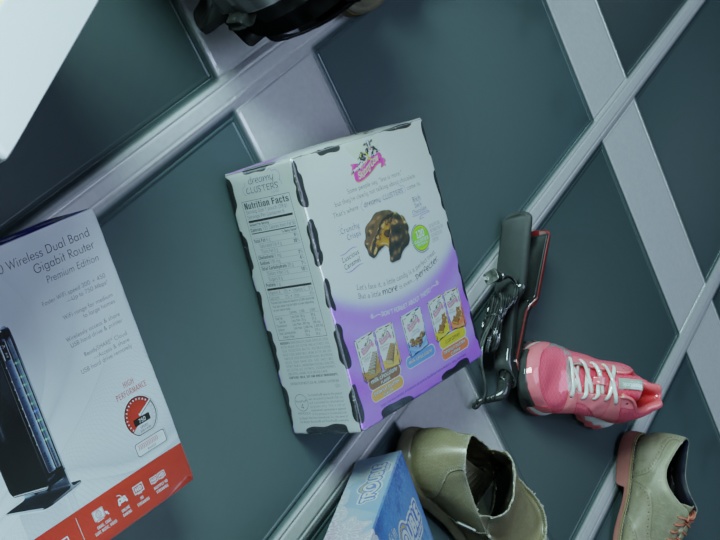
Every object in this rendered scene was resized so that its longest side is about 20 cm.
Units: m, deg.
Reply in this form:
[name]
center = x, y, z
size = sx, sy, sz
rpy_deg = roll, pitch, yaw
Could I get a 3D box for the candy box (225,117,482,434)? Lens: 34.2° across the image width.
[candy box]
center = 0.000, 0.000, 0.892
size = 0.167, 0.071, 0.202
rpy_deg = -23, 101, -50

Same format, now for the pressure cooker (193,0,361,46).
[pressure cooker]
center = -0.060, -0.257, 0.792
size = 0.200, 0.175, 0.180
rpy_deg = 42, 56, -33

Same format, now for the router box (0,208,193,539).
[router box]
center = -0.203, 0.083, 0.646
size = 0.200, 0.049, 0.181
rpy_deg = -32, 107, -48

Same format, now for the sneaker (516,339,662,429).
[sneaker]
center = 0.223, 0.105, 1.128
size = 0.199, 0.086, 0.074
rpy_deg = 18, 68, -47

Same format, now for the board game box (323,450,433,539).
[board game box]
center = 0.029, 0.262, 0.836
size = 0.200, 0.043, 0.200
rpy_deg = -58, 129, -70

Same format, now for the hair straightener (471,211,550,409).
[hair straightener]
center = 0.125, 0.031, 1.071
size = 0.077, 0.041, 0.201
rpy_deg = 40, 58, -38

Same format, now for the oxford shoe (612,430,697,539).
[oxford shoe]
center = 0.306, 0.265, 1.205
size = 0.070, 0.074, 0.202
rpy_deg = 15, 72, -49

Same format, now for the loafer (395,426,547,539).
[loafer]
center = 0.106, 0.192, 0.983
size = 0.200, 0.067, 0.077
rpy_deg = 37, 56, -40

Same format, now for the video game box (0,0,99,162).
[video game box]
center = -0.198, -0.124, 0.592
size = 0.047, 0.181, 0.201
rpy_deg = 42, 52, -32

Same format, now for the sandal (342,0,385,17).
[sandal]
center = 0.033, -0.272, 1.001
size = 0.200, 0.054, 0.081
rpy_deg = -31, 107, -49
